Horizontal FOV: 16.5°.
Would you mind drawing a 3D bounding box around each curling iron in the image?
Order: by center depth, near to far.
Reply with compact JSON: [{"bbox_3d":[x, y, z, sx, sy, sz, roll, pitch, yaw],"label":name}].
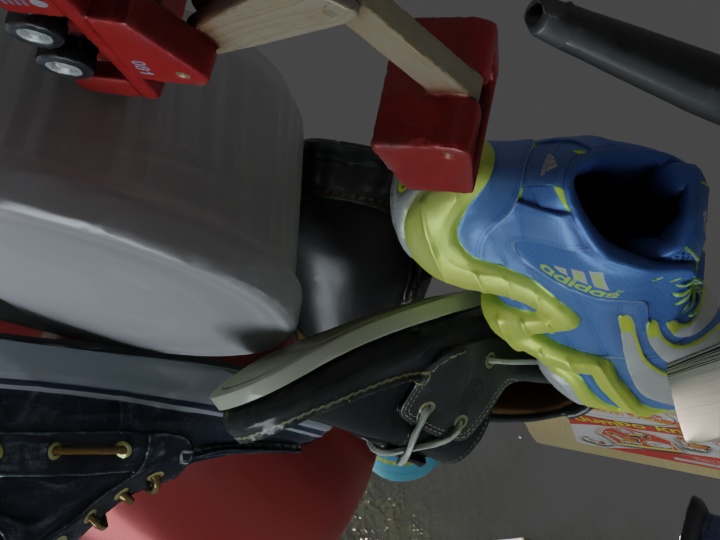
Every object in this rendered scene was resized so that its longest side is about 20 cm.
[{"bbox_3d":[0.136,-0.051,0.800,0.199,0.026,0.050,22,-175,-27],"label":"curling iron"}]

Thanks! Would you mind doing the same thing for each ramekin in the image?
[{"bbox_3d":[-0.113,-0.041,0.932,0.201,0.095,0.202,12,166,3],"label":"ramekin"}]

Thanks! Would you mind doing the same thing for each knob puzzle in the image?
[{"bbox_3d":[0.163,0.065,1.219,0.218,0.031,0.220,13,166,3],"label":"knob puzzle"}]

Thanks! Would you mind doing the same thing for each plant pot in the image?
[{"bbox_3d":[-0.119,0.056,1.147,0.200,0.201,0.177,0,151,42],"label":"plant pot"}]

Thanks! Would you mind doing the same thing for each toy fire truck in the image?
[{"bbox_3d":[-0.042,-0.087,0.786,0.140,0.049,0.200,8,164,19],"label":"toy fire truck"}]

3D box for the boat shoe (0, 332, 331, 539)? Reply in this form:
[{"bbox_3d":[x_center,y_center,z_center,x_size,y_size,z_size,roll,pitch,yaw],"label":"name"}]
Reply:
[{"bbox_3d":[-0.108,0.076,1.019,0.199,0.091,0.071,8,-179,-24],"label":"boat shoe"}]

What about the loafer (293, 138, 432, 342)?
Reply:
[{"bbox_3d":[0.000,0.000,1.031,0.072,0.073,0.200,12,165,8],"label":"loafer"}]

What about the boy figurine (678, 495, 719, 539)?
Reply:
[{"bbox_3d":[0.291,0.190,1.516,0.199,0.065,0.124,14,163,10],"label":"boy figurine"}]

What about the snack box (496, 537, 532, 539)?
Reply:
[{"bbox_3d":[0.134,0.249,1.898,0.142,0.053,0.200,20,164,-20],"label":"snack box"}]

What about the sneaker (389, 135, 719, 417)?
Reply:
[{"bbox_3d":[0.105,0.005,0.950,0.105,0.076,0.200,-2,158,45],"label":"sneaker"}]

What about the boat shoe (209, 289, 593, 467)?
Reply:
[{"bbox_3d":[0.025,0.044,0.982,0.072,0.068,0.199,-20,174,42],"label":"boat shoe"}]

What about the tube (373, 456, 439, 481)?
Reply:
[{"bbox_3d":[0.019,0.060,1.314,0.077,0.051,0.200,4,160,5],"label":"tube"}]

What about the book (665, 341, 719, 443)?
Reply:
[{"bbox_3d":[0.213,0.022,0.892,0.133,0.048,0.200,-13,174,-21],"label":"book"}]
